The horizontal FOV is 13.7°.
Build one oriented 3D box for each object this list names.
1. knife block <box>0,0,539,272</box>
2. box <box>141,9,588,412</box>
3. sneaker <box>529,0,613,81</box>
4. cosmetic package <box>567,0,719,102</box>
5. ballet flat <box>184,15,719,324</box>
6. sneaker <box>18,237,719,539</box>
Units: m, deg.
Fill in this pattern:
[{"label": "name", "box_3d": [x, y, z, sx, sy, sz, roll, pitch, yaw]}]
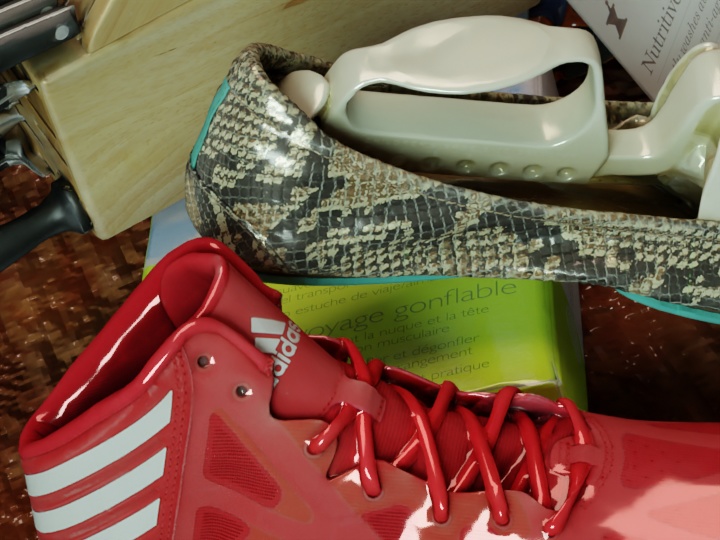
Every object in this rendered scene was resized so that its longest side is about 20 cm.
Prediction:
[{"label": "knife block", "box_3d": [-0.068, -0.054, 0.873, 0.200, 0.176, 0.064, 9, 31, -43]}, {"label": "box", "box_3d": [0.000, 0.000, 0.853, 0.122, 0.048, 0.200, -12, 33, 10]}, {"label": "sneaker", "box_3d": [-0.002, -0.093, 0.985, 0.199, 0.076, 0.078, -1, 27, 13]}, {"label": "cosmetic package", "box_3d": [0.096, -0.134, 0.870, 0.081, 0.113, 0.200, -15, 49, -31]}, {"label": "ballet flat", "box_3d": [0.056, -0.028, 0.766, 0.199, 0.075, 0.068, 5, 37, -15]}, {"label": "sneaker", "box_3d": [0.011, 0.046, 0.714, 0.199, 0.116, 0.078, -14, 32, 9]}]
